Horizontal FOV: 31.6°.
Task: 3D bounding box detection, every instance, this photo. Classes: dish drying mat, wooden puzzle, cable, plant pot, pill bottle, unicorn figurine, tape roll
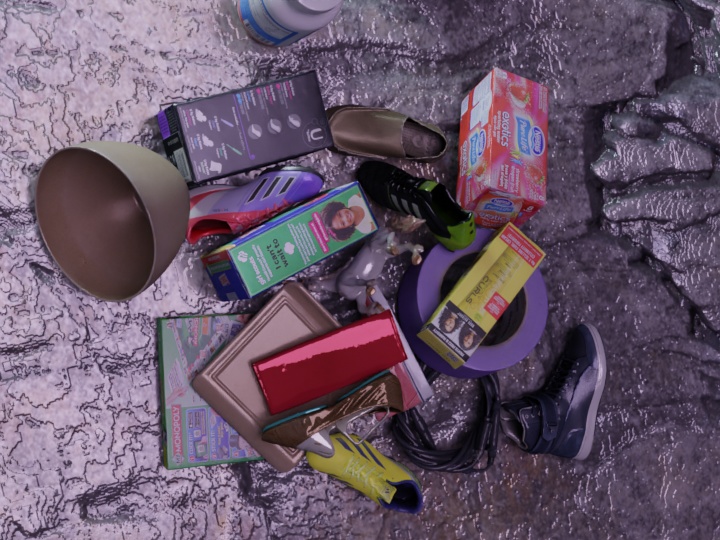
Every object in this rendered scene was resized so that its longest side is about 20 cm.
[{"bbox_3d":[-0.040,0.121,1.692,0.198,0.018,0.077,-22,102,-8],"label":"dish drying mat"},{"bbox_3d":[-0.098,0.142,1.710,0.200,0.037,0.185,-45,105,-3],"label":"wooden puzzle"},{"bbox_3d":[0.126,0.189,1.830,0.162,0.051,0.202,9,79,-12],"label":"cable"},{"bbox_3d":[-0.291,-0.078,1.607,0.134,0.199,0.202,-33,104,-50],"label":"plant pot"},{"bbox_3d":[-0.084,-0.361,1.659,0.111,0.200,0.113,0,91,-21],"label":"pill bottle"},{"bbox_3d":[0.000,0.000,1.727,0.199,0.137,0.074,-38,120,-14],"label":"unicorn figurine"},{"bbox_3d":[0.158,0.048,1.796,0.198,0.085,0.202,4,78,-17],"label":"tape roll"}]

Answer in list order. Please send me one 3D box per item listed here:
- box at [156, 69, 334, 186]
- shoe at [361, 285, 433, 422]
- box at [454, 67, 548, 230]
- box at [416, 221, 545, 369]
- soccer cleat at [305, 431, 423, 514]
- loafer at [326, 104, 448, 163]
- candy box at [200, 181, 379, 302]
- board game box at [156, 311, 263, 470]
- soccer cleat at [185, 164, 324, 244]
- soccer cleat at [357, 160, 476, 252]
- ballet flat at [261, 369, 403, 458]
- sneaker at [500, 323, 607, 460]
[{"bbox_3d":[-0.153,-0.184,1.676,0.198,0.122,0.107,-17,96,-19],"label":"box"},{"bbox_3d":[0.018,0.107,1.772,0.090,0.071,0.201,-27,87,0],"label":"shoe"},{"bbox_3d":[0.199,-0.167,1.787,0.095,0.100,0.202,16,61,-20],"label":"box"},{"bbox_3d":[0.165,0.033,1.730,0.075,0.050,0.200,41,69,-3],"label":"box"},{"bbox_3d":[0.012,0.279,1.739,0.199,0.084,0.065,29,105,-36],"label":"soccer cleat"},{"bbox_3d":[0.037,-0.192,1.778,0.198,0.067,0.077,3,89,-21],"label":"loafer"},{"bbox_3d":[-0.097,-0.036,1.674,0.199,0.169,0.077,-30,98,-18],"label":"candy box"},{"bbox_3d":[-0.201,0.160,1.711,0.133,0.029,0.202,-3,92,-20],"label":"board game box"},{"bbox_3d":[-0.141,-0.083,1.662,0.198,0.068,0.074,-11,55,14],"label":"soccer cleat"},{"bbox_3d":[0.079,-0.104,1.749,0.199,0.081,0.068,35,61,21],"label":"soccer cleat"},{"bbox_3d":[-0.029,0.202,1.678,0.199,0.068,0.073,-23,77,-14],"label":"ballet flat"},{"bbox_3d":[0.280,0.173,1.870,0.145,0.077,0.204,8,89,-23],"label":"sneaker"}]
